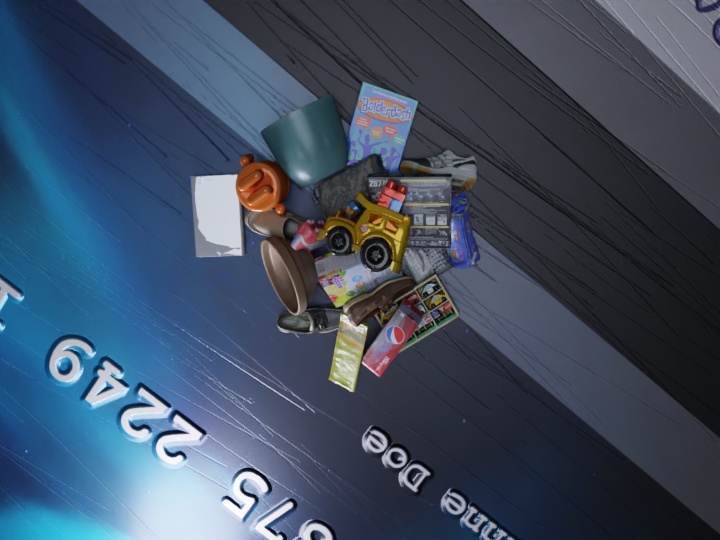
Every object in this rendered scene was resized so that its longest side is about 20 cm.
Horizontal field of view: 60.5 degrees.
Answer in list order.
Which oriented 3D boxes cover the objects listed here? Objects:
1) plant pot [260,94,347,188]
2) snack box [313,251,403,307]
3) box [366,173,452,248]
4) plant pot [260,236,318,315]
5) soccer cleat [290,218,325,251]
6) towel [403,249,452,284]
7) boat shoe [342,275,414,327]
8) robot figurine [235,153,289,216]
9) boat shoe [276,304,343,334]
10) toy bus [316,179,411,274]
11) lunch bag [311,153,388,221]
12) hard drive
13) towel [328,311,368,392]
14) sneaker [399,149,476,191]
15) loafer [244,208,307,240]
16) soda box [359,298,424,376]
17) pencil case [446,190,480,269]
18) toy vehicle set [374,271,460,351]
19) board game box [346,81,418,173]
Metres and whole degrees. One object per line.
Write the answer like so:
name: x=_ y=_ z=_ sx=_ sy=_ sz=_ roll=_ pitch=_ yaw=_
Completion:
plant pot: x=-0.119 y=-0.298 z=1.480 sx=0.196 sy=0.201 sz=0.165 roll=-25 pitch=101 yaw=5
snack box: x=0.000 y=0.000 z=1.539 sx=0.194 sy=0.169 sz=0.069 roll=-22 pitch=61 yaw=4
box: x=0.111 y=-0.135 z=1.407 sx=0.192 sy=0.049 sz=0.167 roll=1 pitch=108 yaw=9
plant pot: x=-0.166 y=-0.001 z=1.546 sx=0.091 sy=0.200 sz=0.206 roll=-26 pitch=98 yaw=-23
soccer cleat: x=-0.113 y=-0.079 z=1.517 sx=0.076 sy=0.200 sz=0.067 roll=-44 pitch=80 yaw=9
towel: x=0.183 y=-0.091 z=1.589 sx=0.189 sy=0.035 sz=0.204 roll=-29 pitch=97 yaw=5
boat shoe: x=0.054 y=0.080 z=1.558 sx=0.195 sy=0.072 sz=0.069 roll=-25 pitch=66 yaw=-6
robot figurine: x=-0.233 y=-0.204 z=1.494 sx=0.140 sy=0.200 sz=0.120 roll=20 pitch=104 yaw=1
boat shoe: x=-0.125 y=0.134 z=1.612 sx=0.193 sy=0.066 sz=0.075 roll=-5 pitch=97 yaw=1
toy bus: x=0.022 y=-0.107 z=1.346 sx=0.194 sy=0.136 sz=0.198 roll=21 pitch=96 yaw=6
lunch bag: x=-0.004 y=-0.172 z=1.515 sx=0.195 sy=0.139 sz=0.172 roll=-25 pitch=96 yaw=19
hard drive: x=-0.366 y=-0.141 z=1.594 sx=0.127 sy=0.026 sz=0.208 roll=-2 pitch=99 yaw=1
towel: x=-0.033 y=0.214 z=1.609 sx=0.084 sy=0.018 sz=0.206 roll=24 pitch=116 yaw=27
sneaker: x=0.198 y=-0.260 z=1.553 sx=0.193 sy=0.076 sz=0.090 roll=12 pitch=69 yaw=9
loafer: x=-0.201 y=-0.118 z=1.573 sx=0.193 sy=0.068 sz=0.078 roll=11 pitch=99 yaw=-1
soda box: x=0.080 y=0.173 z=1.582 sx=0.069 sy=0.064 sz=0.202 roll=35 pitch=121 yaw=2
pencil case: x=0.241 y=-0.091 z=1.499 sx=0.077 sy=0.087 sz=0.204 roll=-32 pitch=131 yaw=-14
toy vehicle set: x=0.146 y=0.111 z=1.609 sx=0.197 sy=0.027 sz=0.126 roll=-33 pitch=98 yaw=15
board game box: x=0.046 y=-0.345 z=1.545 sx=0.147 sy=0.045 sz=0.207 roll=16 pitch=99 yaw=-2
